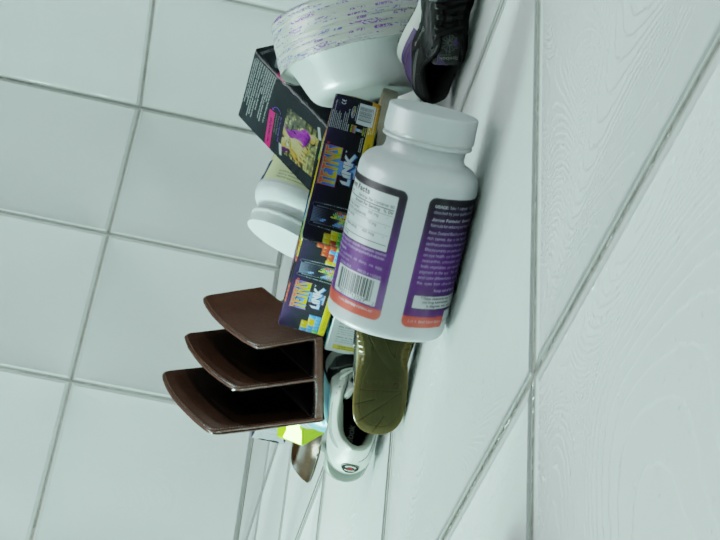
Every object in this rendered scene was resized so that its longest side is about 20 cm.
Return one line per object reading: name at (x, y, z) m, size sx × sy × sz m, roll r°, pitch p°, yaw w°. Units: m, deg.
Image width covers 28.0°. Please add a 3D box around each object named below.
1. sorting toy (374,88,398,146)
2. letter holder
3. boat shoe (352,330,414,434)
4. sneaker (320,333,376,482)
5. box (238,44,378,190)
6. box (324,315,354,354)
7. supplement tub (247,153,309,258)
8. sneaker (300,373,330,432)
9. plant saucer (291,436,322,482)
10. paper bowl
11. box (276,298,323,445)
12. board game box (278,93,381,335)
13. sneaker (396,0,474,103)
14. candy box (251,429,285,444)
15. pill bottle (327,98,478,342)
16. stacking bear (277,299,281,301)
sorting toy at (0.028, -0.063, 1.624) m, size 0.199 × 0.069 × 0.201 m, roll -83°, pitch 8°, yaw -48°
letter holder at (-0.142, 0.100, 1.633) m, size 0.200 × 0.141 × 0.101 m, roll -146°, pitch 53°, yaw -62°
boat shoe at (0.024, 0.062, 1.458) m, size 0.066 × 0.071 × 0.202 m, roll -131°, pitch 48°, yaw -75°
sneaker at (-0.002, 0.125, 1.600) m, size 0.089 × 0.074 × 0.201 m, roll 118°, pitch 154°, yaw -60°
box at (-0.041, -0.186, 1.786) m, size 0.200 × 0.122 × 0.106 m, roll 47°, pitch 137°, yaw 26°
box at (0.022, 0.008, 1.520) m, size 0.049 × 0.082 × 0.201 m, roll -85°, pitch 9°, yaw -47°
supplement tub at (-0.053, -0.122, 1.928) m, size 0.201 × 0.144 × 0.145 m, roll -63°, pitch 3°, yaw -14°
sneaker at (0.000, 0.104, 1.699) m, size 0.074 × 0.082 × 0.201 m, roll 38°, pitch -108°, yaw -50°
plant saucer at (-0.078, 0.228, 2.246) m, size 0.200 × 0.032 × 0.202 m, roll -167°, pitch 90°, yaw -84°
paper bowl at (0.002, -0.252, 1.660) m, size 0.201 × 0.199 × 0.105 m, roll 145°, pitch 115°, yaw -81°
box at (-0.048, 0.098, 1.748) m, size 0.122 × 0.047 × 0.201 m, roll -23°, pitch -58°, yaw -52°
board game box at (-0.033, -0.060, 1.543) m, size 0.166 × 0.056 × 0.201 m, roll 111°, pitch 173°, yaw -53°
sneaker at (0.094, -0.260, 1.498) m, size 0.201 × 0.075 × 0.088 m, roll 103°, pitch 160°, yaw -48°
candy box at (-0.150, 0.201, 2.732) m, size 0.201 × 0.071 × 0.168 m, roll 108°, pitch 171°, yaw -49°
pill bottle at (0.043, -0.047, 1.297) m, size 0.111 × 0.111 × 0.201 m, roll -102°, pitch 25°, yaw -75°
stacking bear at (-0.069, 0.114, 1.918) m, size 0.200 × 0.121 × 0.114 m, roll 63°, pitch -157°, yaw -69°
